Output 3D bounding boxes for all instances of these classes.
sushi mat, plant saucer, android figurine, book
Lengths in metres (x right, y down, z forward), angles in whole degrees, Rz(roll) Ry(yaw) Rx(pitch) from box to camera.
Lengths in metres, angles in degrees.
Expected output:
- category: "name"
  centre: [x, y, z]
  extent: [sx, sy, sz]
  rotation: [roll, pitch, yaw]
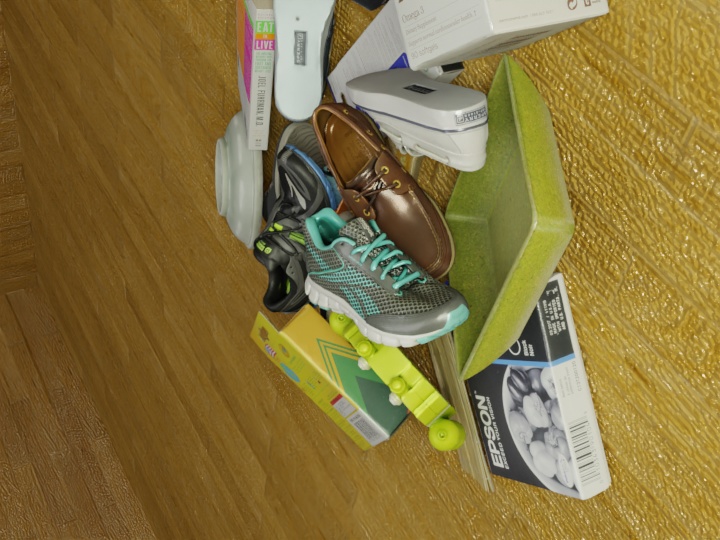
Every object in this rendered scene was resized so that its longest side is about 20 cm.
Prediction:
- category: "sushi mat"
  centre: [0.100, 0.131, 0.979]
  extent: [0.096, 0.012, 0.201]
  rotation: [-149, 42, -78]
- category: "plant saucer"
  centre: [-0.172, -0.129, 1.275]
  extent: [0.200, 0.050, 0.202]
  rotation: [178, 90, -76]
- category: "plant saucer"
  centre: [0.123, -0.040, 0.770]
  extent: [0.200, 0.047, 0.201]
  rotation: [106, 168, -48]
- category: "android figurine"
  centre: [0.038, 0.104, 0.921]
  extent: [0.182, 0.041, 0.200]
  rotation: [48, -179, 14]
- category: "book"
  centre: [-0.129, -0.269, 1.137]
  extent: [0.201, 0.048, 0.134]
  rotation: [102, 162, -46]

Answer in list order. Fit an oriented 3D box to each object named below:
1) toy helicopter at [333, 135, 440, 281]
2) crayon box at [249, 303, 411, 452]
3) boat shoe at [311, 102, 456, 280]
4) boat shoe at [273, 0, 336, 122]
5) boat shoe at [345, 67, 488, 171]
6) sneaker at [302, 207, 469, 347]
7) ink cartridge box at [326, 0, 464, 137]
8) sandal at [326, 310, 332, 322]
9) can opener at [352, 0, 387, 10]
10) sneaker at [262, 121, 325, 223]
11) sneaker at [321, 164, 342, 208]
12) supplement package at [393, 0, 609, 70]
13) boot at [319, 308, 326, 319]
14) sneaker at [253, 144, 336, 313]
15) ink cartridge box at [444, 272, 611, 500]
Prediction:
- category: "toy helicopter"
  centre: [0.025, -0.059, 0.919]
  extent: [0.131, 0.079, 0.202]
  rotation: [13, 90, 23]
- category: "crayon box"
  centre: [-0.038, 0.116, 1.063]
  extent: [0.200, 0.051, 0.127]
  rotation: [44, 160, 2]
- category: "boat shoe"
  centre: [0.013, -0.073, 0.848]
  extent: [0.072, 0.067, 0.201]
  rotation: [-38, 69, 15]
- category: "boat shoe"
  centre: [-0.065, -0.270, 1.038]
  extent: [0.091, 0.070, 0.202]
  rotation: [-96, 14, -79]
- category: "boat shoe"
  centre: [0.050, -0.136, 0.827]
  extent: [0.200, 0.072, 0.066]
  rotation: [30, 136, 53]
- category: "sneaker"
  centre: [0.010, 0.001, 0.799]
  extent: [0.199, 0.077, 0.092]
  rotation: [20, 132, 45]
- category: "ink cartridge box"
  centre: [0.029, -0.200, 0.937]
  extent: [0.200, 0.037, 0.095]
  rotation: [-32, 77, 60]
- category: "sandal"
  centre: [-0.002, -0.005, 0.991]
  extent: [0.212, 0.069, 0.078]
  rotation: [-46, 54, 36]
- category: "can opener"
  centre: [0.027, -0.325, 0.858]
  extent: [0.200, 0.078, 0.064]
  rotation: [-40, 31, 58]
- category: "sneaker"
  centre: [-0.096, -0.109, 1.181]
  extent: [0.106, 0.074, 0.201]
  rotation: [42, 141, 46]
- category: "sneaker"
  centre: [-0.018, -0.081, 1.057]
  extent: [0.200, 0.078, 0.091]
  rotation: [-26, 81, 56]
- category: "supplement package"
  centre: [0.088, -0.270, 0.694]
  extent: [0.117, 0.117, 0.202]
  rotation: [-5, 101, 63]
- category: "boot"
  centre: [0.001, 0.113, 1.136]
  extent: [0.165, 0.065, 0.201]
  rotation: [41, 138, 50]
- category: "sneaker"
  centre: [-0.076, -0.038, 1.011]
  extent: [0.071, 0.082, 0.201]
  rotation: [35, 131, 44]
- category: "ink cartridge box"
  centre: [0.142, 0.105, 0.892]
  extent: [0.200, 0.043, 0.200]
  rotation: [-5, 101, 64]
